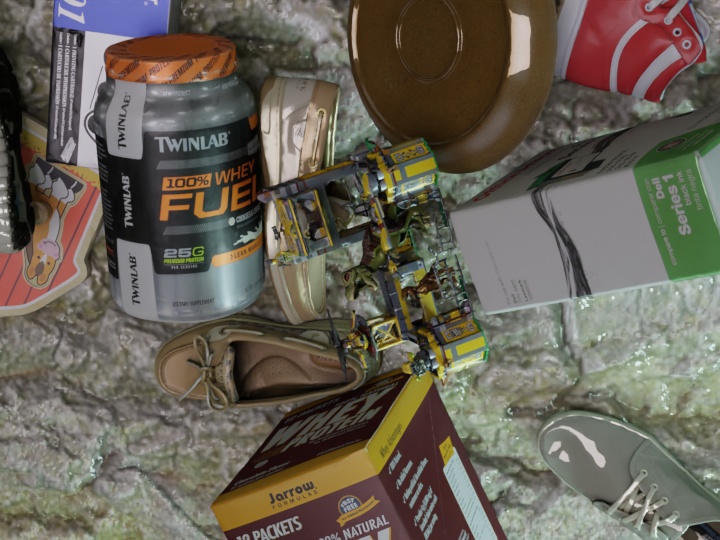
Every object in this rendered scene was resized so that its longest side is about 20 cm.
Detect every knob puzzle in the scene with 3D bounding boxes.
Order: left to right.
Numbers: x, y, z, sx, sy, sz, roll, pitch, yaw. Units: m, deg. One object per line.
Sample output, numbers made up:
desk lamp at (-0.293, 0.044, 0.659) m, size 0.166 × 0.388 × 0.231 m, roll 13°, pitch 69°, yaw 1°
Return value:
knob puzzle at (-0.321, -0.043, 1.159) m, size 0.219 × 0.030 × 0.220 m, roll 4°, pitch 107°, yaw 13°

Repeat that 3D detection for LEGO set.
LEGO set at (0.000, 0.000, 0.975) m, size 0.116 × 0.154 × 0.201 m, roll -20°, pitch 110°, yaw -14°

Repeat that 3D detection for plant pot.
plant pot at (0.055, -0.168, 0.972) m, size 0.200 × 0.027 × 0.201 m, roll 15°, pitch 110°, yaw 44°

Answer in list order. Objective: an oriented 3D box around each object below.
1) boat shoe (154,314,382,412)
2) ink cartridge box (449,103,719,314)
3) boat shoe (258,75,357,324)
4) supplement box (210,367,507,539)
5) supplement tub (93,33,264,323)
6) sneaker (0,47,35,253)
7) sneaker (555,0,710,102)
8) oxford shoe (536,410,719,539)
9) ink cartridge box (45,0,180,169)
boat shoe at (-0.084, 0.077, 1.114) m, size 0.199 × 0.063 × 0.074 m, roll -8°, pitch 104°, yaw 17°
ink cartridge box at (0.183, -0.045, 0.930) m, size 0.200 × 0.146 × 0.085 m, roll -12°, pitch 104°, yaw 41°
boat shoe at (-0.037, -0.053, 1.058) m, size 0.069 × 0.074 × 0.201 m, roll -1°, pitch 110°, yaw 10°
supplement box at (0.013, 0.209, 1.055) m, size 0.133 × 0.197 × 0.200 m, roll -23°, pitch 98°, yaw 19°
supplement tub at (-0.137, -0.071, 1.024) m, size 0.122 × 0.123 × 0.201 m, roll 3°, pitch 113°, yaw 14°
sneaker at (-0.324, -0.110, 1.089) m, size 0.090 × 0.078 × 0.201 m, roll -8°, pitch 83°, yaw 3°
sneaker at (0.209, -0.215, 0.948) m, size 0.112 × 0.071 × 0.200 m, roll 23°, pitch 118°, yaw 12°
oxford shoe at (0.227, 0.180, 1.066) m, size 0.200 × 0.058 × 0.075 m, roll 36°, pitch 114°, yaw 4°
ink cartridge box at (-0.195, -0.180, 1.073) m, size 0.094 × 0.044 × 0.201 m, roll 9°, pitch 108°, yaw 2°
